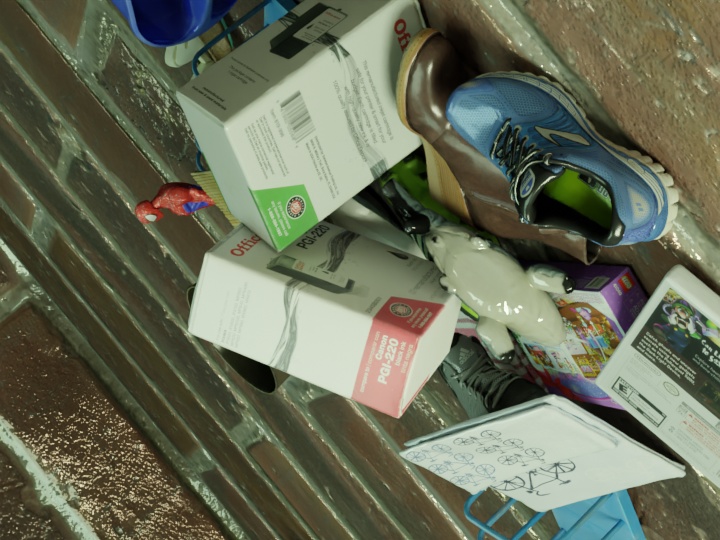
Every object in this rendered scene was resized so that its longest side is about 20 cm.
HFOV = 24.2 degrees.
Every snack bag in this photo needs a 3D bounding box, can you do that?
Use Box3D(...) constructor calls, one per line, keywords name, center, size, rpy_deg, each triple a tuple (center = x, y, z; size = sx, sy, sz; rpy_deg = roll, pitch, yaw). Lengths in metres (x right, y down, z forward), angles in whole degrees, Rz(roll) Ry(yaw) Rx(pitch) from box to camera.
Box3D(name="snack bag", center=(0.168, 0.177, 1.551), size=(0.200, 0.022, 0.188), rpy_deg=(29, 143, -36))

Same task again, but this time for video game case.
Box3D(name="video game case", center=(0.293, 0.106, 1.327), size=(0.200, 0.023, 0.182), rpy_deg=(41, 150, 12))

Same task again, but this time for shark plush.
Box3D(name="shark plush", center=(0.091, 0.003, 1.431), size=(0.199, 0.091, 0.083), rpy_deg=(30, -172, 4))

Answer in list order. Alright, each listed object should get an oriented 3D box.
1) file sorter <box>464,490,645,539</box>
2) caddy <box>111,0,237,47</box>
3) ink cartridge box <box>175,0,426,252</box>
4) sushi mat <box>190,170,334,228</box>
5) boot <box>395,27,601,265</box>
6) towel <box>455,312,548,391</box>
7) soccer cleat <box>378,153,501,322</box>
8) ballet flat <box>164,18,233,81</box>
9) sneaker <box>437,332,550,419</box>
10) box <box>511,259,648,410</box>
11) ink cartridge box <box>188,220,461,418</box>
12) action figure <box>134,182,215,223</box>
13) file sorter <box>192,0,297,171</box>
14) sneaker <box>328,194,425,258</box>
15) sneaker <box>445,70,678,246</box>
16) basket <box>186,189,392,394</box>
Box3D(name="file sorter", center=(0.212, 0.297, 1.754), size=(0.139, 0.123, 0.201), rpy_deg=(26, 149, 48))
Box3D(name="caddy", center=(-0.166, -0.289, 1.511), size=(0.105, 0.141, 0.200), rpy_deg=(45, 161, 24))
Box3D(name="ink cartridge box", center=(-0.034, -0.138, 1.406), size=(0.083, 0.200, 0.147), rpy_deg=(37, 157, 44))
Box3D(name="sushi mat", center=(-0.089, -0.062, 1.584), size=(0.096, 0.012, 0.200), rpy_deg=(53, 157, -19))
Box3D(name="boot", center=(0.119, -0.101, 1.367), size=(0.166, 0.072, 0.201), rpy_deg=(23, 147, 31))
Box3D(name="towel", center=(0.121, 0.084, 1.725), size=(0.200, 0.030, 0.146), rpy_deg=(54, 160, -11))
Box3D(name="soccer cleat", center=(0.084, -0.027, 1.538), size=(0.200, 0.067, 0.081), rpy_deg=(57, -178, 30))
Box3D(name="ballet flat", center=(-0.158, -0.212, 1.739), size=(0.068, 0.072, 0.201), rpy_deg=(20, 145, 56))
Box3D(name="sneaker", center=(0.118, 0.110, 1.622), size=(0.116, 0.075, 0.200), rpy_deg=(54, 169, 4))
Box3D(name="box", center=(0.200, 0.057, 1.483), size=(0.137, 0.039, 0.200), rpy_deg=(57, 160, -17))
Box3D(name="ink cartridge box", center=(-0.027, 0.028, 1.438), size=(0.199, 0.146, 0.085), rpy_deg=(19, 116, 13))
Box3D(name="action figure", center=(-0.135, -0.081, 1.727), size=(0.065, 0.199, 0.052), rpy_deg=(-154, 54, -67))
Box3D(name="file sorter", center=(-0.083, -0.144, 1.619), size=(0.139, 0.123, 0.200), rpy_deg=(46, 161, 15))
Box3D(name="sneaker", center=(0.000, 0.000, 1.604), size=(0.074, 0.116, 0.200), rpy_deg=(42, -178, 33))
Box3D(name="sneaker", center=(0.138, -0.084, 1.256), size=(0.200, 0.089, 0.079), rpy_deg=(35, 126, 28))
Box3D(name="basket", center=(-0.060, 0.008, 1.724), size=(0.136, 0.200, 0.180), rpy_deg=(45, 163, 9))
